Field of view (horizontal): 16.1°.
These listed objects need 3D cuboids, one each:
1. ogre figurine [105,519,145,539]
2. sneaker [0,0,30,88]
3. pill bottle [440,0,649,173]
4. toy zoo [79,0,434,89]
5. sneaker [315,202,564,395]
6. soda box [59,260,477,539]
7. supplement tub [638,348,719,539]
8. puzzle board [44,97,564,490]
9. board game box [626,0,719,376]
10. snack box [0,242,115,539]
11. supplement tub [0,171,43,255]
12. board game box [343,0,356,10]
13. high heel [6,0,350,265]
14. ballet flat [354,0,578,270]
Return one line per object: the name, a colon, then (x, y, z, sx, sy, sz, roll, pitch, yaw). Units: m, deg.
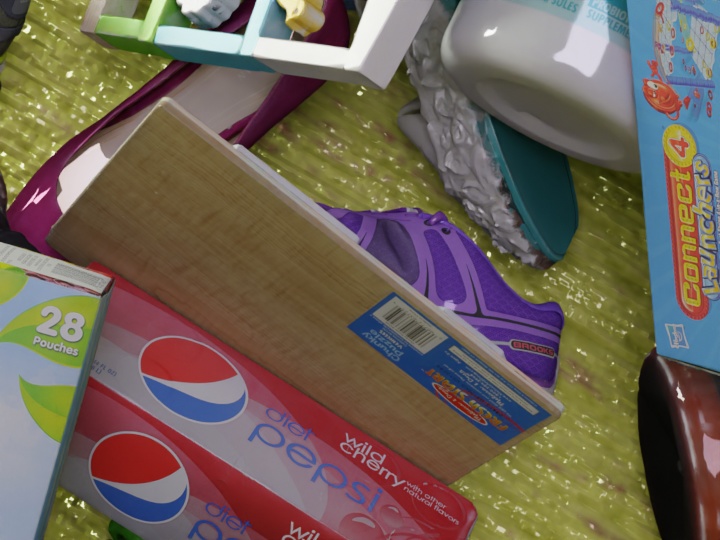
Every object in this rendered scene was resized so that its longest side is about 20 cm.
ogre figurine: (-0.095, 0.195, 1.054, 0.120, 0.200, 0.098, 37, 123, -5)
sneaker: (-0.218, -0.165, 1.124, 0.200, 0.074, 0.081, 42, 119, 1)
pill bottle: (0.121, -0.150, 1.060, 0.110, 0.111, 0.201, 25, 81, 3)
toy zoo: (-0.023, -0.145, 1.071, 0.200, 0.020, 0.132, 11, 76, 41)
sneaker: (0.000, 0.000, 1.111, 0.200, 0.081, 0.084, 31, 62, -17)
soda box: (-0.054, 0.084, 1.074, 0.200, 0.064, 0.070, 32, 35, 1)
supplement tub: (0.225, 0.068, 1.084, 0.199, 0.107, 0.107, -9, 78, -5)
puzzle board: (-0.026, 0.017, 1.051, 0.200, 0.151, 0.017, 37, 59, -8)
board game box: (0.197, -0.082, 1.033, 0.195, 0.056, 0.201, -23, 116, -36)
snack box: (-0.214, 0.057, 0.997, 0.199, 0.068, 0.169, 17, 96, -3)
supplement tub: (-0.224, -0.037, 1.083, 0.200, 0.107, 0.107, 40, 79, 12)
board game box: (-0.022, -0.222, 1.177, 0.151, 0.037, 0.201, 5, 77, -1)
high heel: (-0.087, -0.054, 1.107, 0.200, 0.096, 0.067, -33, 81, -9)
ballet flat: (0.039, -0.094, 1.127, 0.072, 0.072, 0.201, -22, 107, -7)
